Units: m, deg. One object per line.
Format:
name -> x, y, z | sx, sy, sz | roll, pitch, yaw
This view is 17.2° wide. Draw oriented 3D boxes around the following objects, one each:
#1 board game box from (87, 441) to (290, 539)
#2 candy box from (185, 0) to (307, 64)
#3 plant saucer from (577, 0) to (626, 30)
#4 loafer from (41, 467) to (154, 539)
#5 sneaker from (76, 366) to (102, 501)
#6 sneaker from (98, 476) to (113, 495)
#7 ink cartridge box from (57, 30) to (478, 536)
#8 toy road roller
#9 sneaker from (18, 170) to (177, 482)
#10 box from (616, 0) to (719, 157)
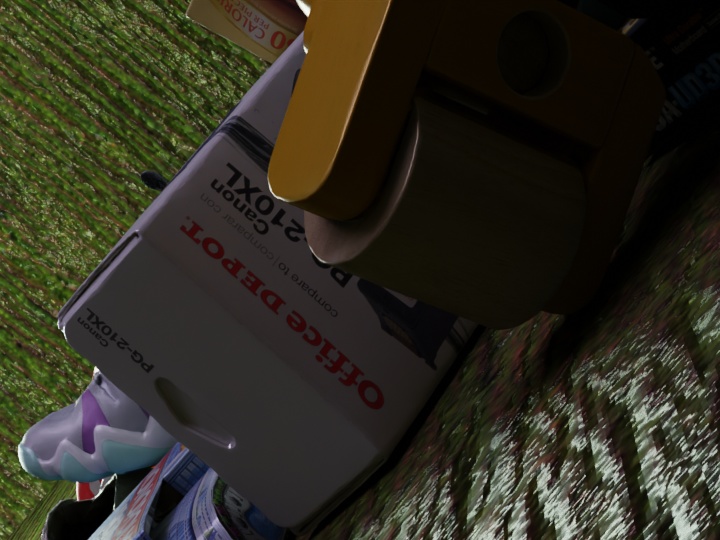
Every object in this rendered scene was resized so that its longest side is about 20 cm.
board game box -> -0.082, 0.126, 1.106 | 0.200, 0.062, 0.200 | -49, 5, 11
candy box -> 0.030, -0.130, 1.138 | 0.117, 0.199, 0.056 | -62, -3, 26
plant saucer -> 0.128, -0.152, 1.028 | 0.200, 0.027, 0.201 | -37, -41, -41
loafer -> -0.146, 0.160, 1.275 | 0.200, 0.068, 0.076 | -45, 30, 35
sneaker -> -0.132, 0.079, 1.368 | 0.085, 0.077, 0.201 | -50, -31, -75
sneaker -> -0.085, 0.104, 1.297 | 0.071, 0.080, 0.201 | -29, -34, -45
ink cartridge box -> -0.018, -0.006, 1.059 | 0.084, 0.145, 0.200 | -43, 7, 46
toy road roller -> 0.031, -0.087, 0.891 | 0.146, 0.122, 0.201 | 6, 77, 60
sneaker -> -0.097, 0.020, 1.205 | 0.199, 0.141, 0.078 | -19, 4, 9
box -> 0.174, -0.138, 0.931 | 0.159, 0.046, 0.200 | -51, 5, -23
